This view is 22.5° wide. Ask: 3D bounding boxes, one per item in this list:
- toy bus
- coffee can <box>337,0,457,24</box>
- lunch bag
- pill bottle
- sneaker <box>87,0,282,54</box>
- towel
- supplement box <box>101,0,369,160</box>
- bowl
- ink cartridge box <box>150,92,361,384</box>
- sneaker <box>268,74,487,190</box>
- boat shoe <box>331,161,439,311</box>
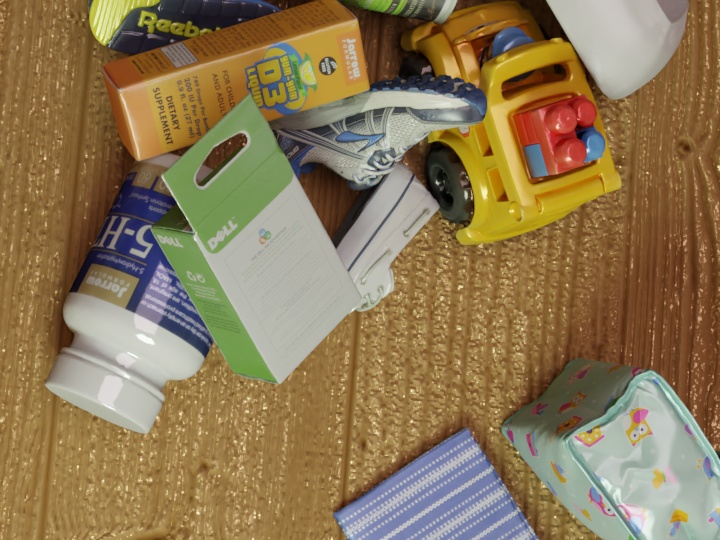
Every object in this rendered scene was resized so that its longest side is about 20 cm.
[{"bbox_3d":[0.134,-0.133,1.503,0.135,0.192,0.200,-18,92,-18],"label":"toy bus"},{"bbox_3d":[-0.016,-0.291,1.480,0.199,0.146,0.147,9,82,-11],"label":"coffee can"},{"bbox_3d":[0.237,0.179,1.517,0.122,0.170,0.200,-41,98,-10],"label":"lunch bag"},{"bbox_3d":[-0.164,0.019,1.424,0.120,0.120,0.200,28,76,-14],"label":"pill bottle"},{"bbox_3d":[-0.130,-0.202,1.476,0.200,0.082,0.074,16,106,-27],"label":"sneaker"},{"bbox_3d":[0.085,0.252,1.541,0.145,0.024,0.200,-32,94,-17],"label":"towel"},{"bbox_3d":[-0.096,-0.152,1.426,0.200,0.069,0.067,-20,118,-14],"label":"supplement box"},{"bbox_3d":[0.211,-0.254,1.543,0.075,0.200,0.200,-28,95,22],"label":"bowl"},{"bbox_3d":[-0.088,-0.024,1.364,0.104,0.059,0.200,-45,124,-28],"label":"ink cartridge box"},{"bbox_3d":[0.016,-0.112,1.486,0.077,0.200,0.085,-27,111,-57],"label":"sneaker"},{"bbox_3d":[0.000,0.000,1.506,0.067,0.074,0.200,38,74,-11],"label":"boat shoe"}]
